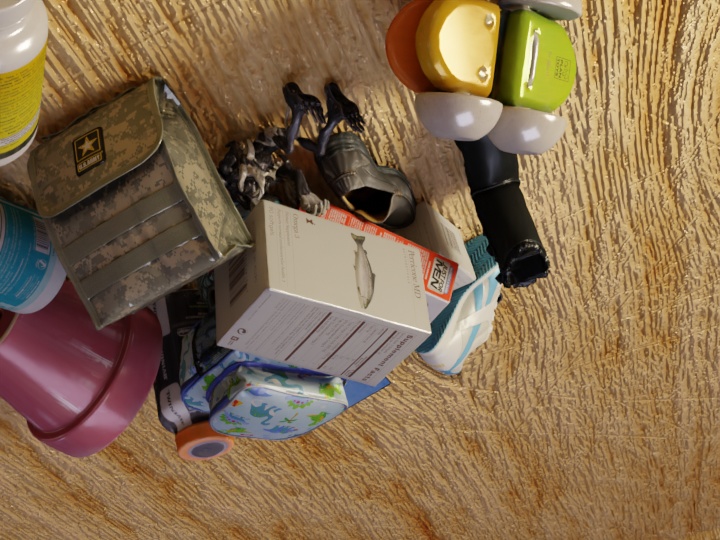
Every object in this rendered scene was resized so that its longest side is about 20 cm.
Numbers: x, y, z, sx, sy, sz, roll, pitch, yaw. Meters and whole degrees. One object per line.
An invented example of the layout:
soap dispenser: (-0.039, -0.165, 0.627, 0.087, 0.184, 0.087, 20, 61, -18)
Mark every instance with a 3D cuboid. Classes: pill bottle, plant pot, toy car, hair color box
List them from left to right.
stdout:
pill bottle: (-0.408, -0.031, 1.402, 0.110, 0.112, 0.199, -30, 147, 27)
pill bottle: (-0.327, -0.187, 1.160, 0.111, 0.113, 0.200, -3, 149, -20)
plant pot: (-0.360, 0.091, 1.577, 0.199, 0.201, 0.179, -31, 131, 28)
pill bottle: (-0.208, 0.133, 1.687, 0.105, 0.202, 0.107, -10, 152, -6)
hair color box: (0.000, 0.000, 1.564, 0.199, 0.064, 0.111, 26, 143, -9)
toy car: (0.113, -0.208, 1.310, 0.199, 0.177, 0.149, 7, 179, -35)

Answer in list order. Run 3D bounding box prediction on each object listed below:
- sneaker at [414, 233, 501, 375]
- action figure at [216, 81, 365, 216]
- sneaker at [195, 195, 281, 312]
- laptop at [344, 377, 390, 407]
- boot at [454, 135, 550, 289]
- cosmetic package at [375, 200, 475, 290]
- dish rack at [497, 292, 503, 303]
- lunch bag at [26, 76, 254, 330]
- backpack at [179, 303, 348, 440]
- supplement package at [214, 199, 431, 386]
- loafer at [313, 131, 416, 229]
sneaker: (0.141, 0.039, 1.729, 0.201, 0.076, 0.081, -54, 131, -11)
action figure: (-0.088, -0.109, 1.423, 0.118, 0.103, 0.200, 4, 144, -40)
sneaker: (-0.135, -0.011, 1.576, 0.079, 0.096, 0.200, 1, 148, -24)
laptop: (-0.098, 0.156, 1.859, 0.187, 0.117, 0.199, -33, 167, 29)
boot: (0.160, -0.082, 1.517, 0.073, 0.164, 0.199, -16, 152, 0)
cosmetic package: (0.028, 0.003, 1.692, 0.199, 0.082, 0.113, -27, 150, 20)
dish rack: (0.082, 0.059, 1.842, 0.152, 0.055, 0.200, 5, 145, -31)
lunch bag: (-0.227, -0.072, 1.336, 0.163, 0.201, 0.118, -27, -179, 18)
backpack: (-0.114, 0.114, 1.556, 0.182, 0.148, 0.200, 11, 153, -30)
supplement package: (-0.042, 0.027, 1.428, 0.199, 0.118, 0.117, 16, 138, -29)
loafer: (0.011, -0.083, 1.541, 0.072, 0.073, 0.200, -28, 150, 19)
